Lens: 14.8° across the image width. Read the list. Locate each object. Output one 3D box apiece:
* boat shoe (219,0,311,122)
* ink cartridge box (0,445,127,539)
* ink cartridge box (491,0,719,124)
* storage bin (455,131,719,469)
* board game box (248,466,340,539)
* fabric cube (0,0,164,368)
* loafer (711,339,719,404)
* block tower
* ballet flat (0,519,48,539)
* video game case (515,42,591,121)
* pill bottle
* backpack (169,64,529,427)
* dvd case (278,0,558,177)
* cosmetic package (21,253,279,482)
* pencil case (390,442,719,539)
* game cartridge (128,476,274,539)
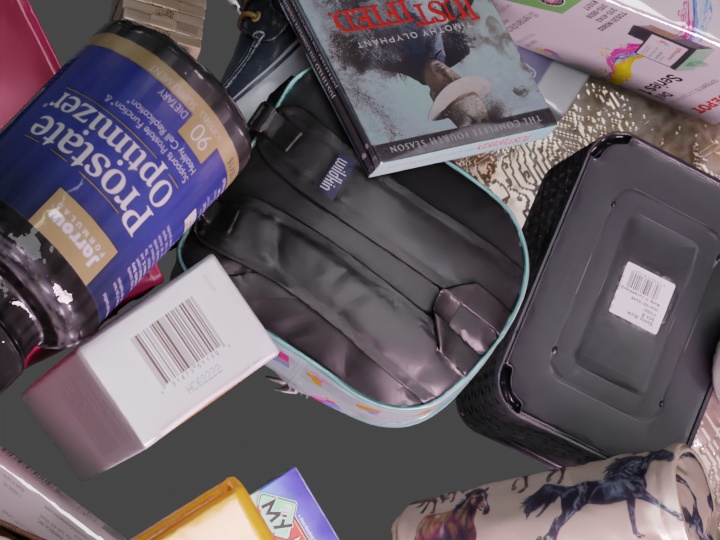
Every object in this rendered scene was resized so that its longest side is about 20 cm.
[{"bbox_3d":[-0.055,-0.168,1.768,0.091,0.071,0.200,44,77,-2],"label":"boat shoe"},{"bbox_3d":[-0.228,0.223,1.669,0.161,0.050,0.200,37,92,-1],"label":"ink cartridge box"},{"bbox_3d":[0.180,-0.177,1.778,0.199,0.145,0.084,20,76,-13],"label":"ink cartridge box"},{"bbox_3d":[0.163,0.028,1.787,0.135,0.094,0.201,26,75,-10],"label":"storage bin"},{"bbox_3d":[-0.047,0.242,1.724,0.134,0.029,0.201,-31,90,-18],"label":"board game box"},{"bbox_3d":[-0.262,-0.023,1.620,0.199,0.200,0.197,-27,88,-20],"label":"fabric cube"},{"bbox_3d":[0.294,0.084,1.779,0.200,0.069,0.075,40,68,-42],"label":"loafer"},{"bbox_3d":[-0.130,-0.116,1.696,0.058,0.054,0.201,14,43,-13],"label":"block tower"},{"bbox_3d":[-0.234,0.158,1.592,0.199,0.067,0.068,11,74,24],"label":"ballet flat"},{"bbox_3d":[0.100,-0.229,1.850,0.200,0.023,0.183,36,73,-7],"label":"video game case"},{"bbox_3d":[-0.160,-0.030,1.490,0.112,0.112,0.200,43,69,-5],"label":"pill bottle"},{"bbox_3d":[0.000,0.000,1.711,0.199,0.153,0.176,32,73,8],"label":"backpack"},{"bbox_3d":[0.021,-0.157,1.707,0.145,0.022,0.201,-13,69,-36],"label":"dvd case"},{"bbox_3d":[-0.128,0.061,1.641,0.101,0.200,0.071,-35,92,-18],"label":"cosmetic package"},{"bbox_3d":[0.124,0.165,1.711,0.199,0.090,0.078,-14,47,16],"label":"pencil case"},{"bbox_3d":[-0.099,0.250,1.646,0.176,0.032,0.201,-32,107,-7],"label":"game cartridge"}]
